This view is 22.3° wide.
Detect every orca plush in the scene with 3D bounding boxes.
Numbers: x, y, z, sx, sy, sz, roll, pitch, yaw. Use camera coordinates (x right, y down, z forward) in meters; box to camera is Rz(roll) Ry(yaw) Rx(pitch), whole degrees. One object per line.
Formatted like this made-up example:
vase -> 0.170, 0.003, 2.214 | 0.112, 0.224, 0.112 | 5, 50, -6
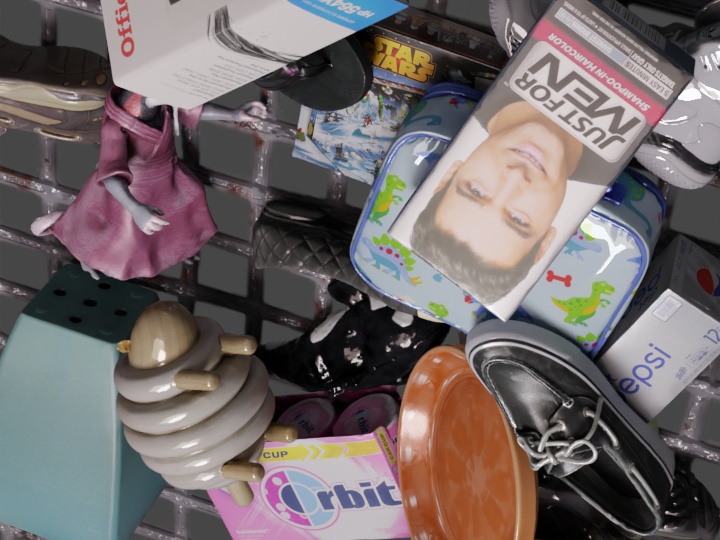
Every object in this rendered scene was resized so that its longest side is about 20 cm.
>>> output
orca plush -> -0.022, 0.068, 1.467 | 0.198, 0.071, 0.106 | -1, 125, 25

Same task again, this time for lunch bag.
lunch bag -> 0.104, -0.030, 1.274 | 0.198, 0.083, 0.162 | 25, 133, 2

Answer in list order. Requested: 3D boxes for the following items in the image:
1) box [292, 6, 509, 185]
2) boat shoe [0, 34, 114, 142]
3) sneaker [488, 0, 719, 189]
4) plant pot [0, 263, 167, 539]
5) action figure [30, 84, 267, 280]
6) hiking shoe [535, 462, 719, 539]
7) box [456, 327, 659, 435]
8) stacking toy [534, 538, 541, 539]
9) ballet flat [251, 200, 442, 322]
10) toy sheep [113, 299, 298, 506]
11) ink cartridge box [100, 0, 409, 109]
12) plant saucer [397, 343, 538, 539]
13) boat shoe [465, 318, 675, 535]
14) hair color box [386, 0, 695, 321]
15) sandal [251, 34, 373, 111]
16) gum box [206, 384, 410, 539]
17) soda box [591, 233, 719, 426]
box -> 0.056, -0.112, 1.314 | 0.198, 0.040, 0.138 | 21, 132, 8
boat shoe -> -0.285, -0.139, 1.425 | 0.198, 0.075, 0.074 | 15, 130, 15
sneaker -> 0.187, -0.149, 1.206 | 0.199, 0.075, 0.115 | 36, 130, -11
plant pot -> -0.236, 0.110, 1.557 | 0.140, 0.142, 0.202 | 18, 124, 11
action figure -> -0.166, -0.091, 1.400 | 0.148, 0.134, 0.201 | 30, 138, 25
hiking shoe -> 0.200, 0.198, 1.478 | 0.198, 0.076, 0.101 | 9, 138, 30
box -> 0.150, 0.066, 1.412 | 0.143, 0.036, 0.202 | 1, 127, 23
stacking toy -> 0.128, 0.261, 1.446 | 0.146, 0.147, 0.200 | 44, 146, -13
ballet flat -> 0.000, 0.000, 1.389 | 0.199, 0.066, 0.057 | 24, 115, 33
toy sheep -> -0.127, 0.111, 1.461 | 0.137, 0.138, 0.202 | -6, 117, 28
ink cartridge box -> -0.079, -0.213, 1.213 | 0.199, 0.084, 0.148 | -21, 72, 31
plant saucer -> 0.084, 0.157, 1.397 | 0.032, 0.201, 0.201 | -4, 137, -24
boat shoe -> 0.145, 0.115, 1.283 | 0.073, 0.068, 0.199 | -25, 121, 35
hair color box -> 0.115, -0.078, 1.165 | 0.099, 0.061, 0.201 | 36, 111, -1
sandal -> -0.079, -0.164, 1.293 | 0.199, 0.048, 0.076 | 30, 134, 24
gum box -> -0.035, 0.167, 1.553 | 0.198, 0.066, 0.114 | -7, 124, 28
soda box -> 0.195, 0.068, 1.327 | 0.063, 0.069, 0.200 | 32, 131, -7
